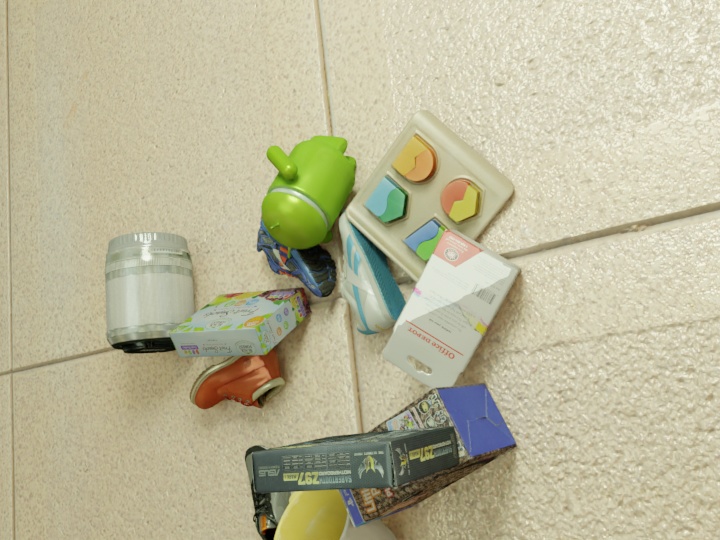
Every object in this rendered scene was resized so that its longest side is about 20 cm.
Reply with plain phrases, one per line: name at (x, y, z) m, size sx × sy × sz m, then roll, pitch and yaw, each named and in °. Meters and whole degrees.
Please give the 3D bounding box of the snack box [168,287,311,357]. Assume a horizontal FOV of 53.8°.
snack box at (-0.200, 0.087, 1.183) m, size 0.197 × 0.142 × 0.054 m, roll -7°, pitch 113°, yaw 33°

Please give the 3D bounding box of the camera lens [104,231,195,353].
camera lens at (-0.386, 0.046, 1.306) m, size 0.158 × 0.159 × 0.204 m, roll -12°, pitch 78°, yaw 32°

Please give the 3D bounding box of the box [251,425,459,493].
box at (-0.005, 0.222, 0.833) m, size 0.197 × 0.157 × 0.052 m, roll -14°, pitch 77°, yaw 31°

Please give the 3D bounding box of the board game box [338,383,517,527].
board game box at (0.084, 0.246, 0.961) m, size 0.199 × 0.158 × 0.098 m, roll -38°, pitch 65°, yaw 25°

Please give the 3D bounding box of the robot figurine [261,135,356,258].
robot figurine at (-0.082, -0.121, 1.118) m, size 0.114 × 0.176 × 0.202 m, roll 11°, pitch 60°, yaw 28°

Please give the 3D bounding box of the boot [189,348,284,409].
boot at (-0.214, 0.204, 1.225) m, size 0.199 × 0.075 × 0.108 m, roll -38°, pitch 70°, yaw 24°

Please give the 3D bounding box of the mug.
mug at (-0.022, 0.387, 1.023) m, size 0.149 × 0.153 × 0.188 m, roll -37°, pitch 29°, yaw 19°

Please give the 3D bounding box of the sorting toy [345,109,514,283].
sorting toy at (0.095, -0.101, 1.036) m, size 0.185 × 0.036 × 0.201 m, roll 42°, pitch 107°, yaw 10°

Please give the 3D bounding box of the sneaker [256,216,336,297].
sneaker at (-0.109, -0.017, 1.187) m, size 0.200 × 0.075 × 0.079 m, roll 47°, pitch 122°, yaw 35°

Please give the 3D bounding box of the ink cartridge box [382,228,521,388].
ink cartridge box at (0.125, 0.058, 0.991) m, size 0.115 × 0.067 × 0.202 m, roll 30°, pitch 101°, yaw 12°

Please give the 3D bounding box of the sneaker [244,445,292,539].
sneaker at (-0.143, 0.377, 1.150) m, size 0.074 × 0.079 × 0.202 m, roll -40°, pitch 63°, yaw 26°

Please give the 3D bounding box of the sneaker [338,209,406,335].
sneaker at (0.000, 0.000, 1.099) m, size 0.080 × 0.076 × 0.203 m, roll -33°, pitch 64°, yaw 32°
